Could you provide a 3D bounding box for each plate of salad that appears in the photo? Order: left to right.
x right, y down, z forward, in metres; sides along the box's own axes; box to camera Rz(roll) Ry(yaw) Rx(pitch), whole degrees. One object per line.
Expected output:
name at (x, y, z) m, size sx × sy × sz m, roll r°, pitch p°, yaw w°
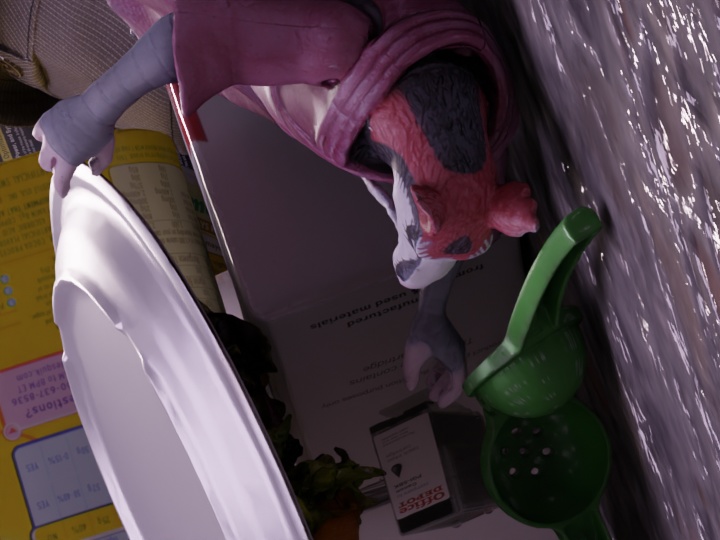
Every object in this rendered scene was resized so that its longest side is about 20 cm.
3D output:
plate of salad at (-0.036, 0.057, 0.813) m, size 0.200 × 0.048 × 0.200 m, roll 57°, pitch 163°, yaw 29°

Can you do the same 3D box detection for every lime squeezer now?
lime squeezer at (0.051, 0.044, 0.740) m, size 0.071 × 0.038 × 0.200 m, roll -113°, pitch 6°, yaw -48°

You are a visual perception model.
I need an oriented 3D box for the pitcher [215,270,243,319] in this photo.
pitcher at (0.017, 0.096, 1.103) m, size 0.171 × 0.121 × 0.200 m, roll 8°, pitch -120°, yaw -59°

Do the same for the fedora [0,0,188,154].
fedora at (-0.066, -0.112, 1.042) m, size 0.090 × 0.177 × 0.200 m, roll 38°, pitch 157°, yaw 18°

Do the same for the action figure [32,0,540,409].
action figure at (-0.002, -0.063, 0.746) m, size 0.134 × 0.149 × 0.200 m, roll 28°, pitch -171°, yaw -41°

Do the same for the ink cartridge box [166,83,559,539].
ink cartridge box at (0.000, 0.000, 0.926) m, size 0.200 × 0.083 × 0.147 m, roll 76°, pitch 174°, yaw -57°

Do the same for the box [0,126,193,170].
box at (-0.072, -0.042, 1.241) m, size 0.200 × 0.161 × 0.049 m, roll 73°, pitch 176°, yaw -45°

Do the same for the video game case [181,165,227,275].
video game case at (-0.044, 0.050, 1.169) m, size 0.200 × 0.022 × 0.182 m, roll 22°, pitch -129°, yaw -40°

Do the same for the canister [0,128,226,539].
canister at (-0.102, 0.066, 0.996) m, size 0.087 × 0.148 × 0.200 m, roll 83°, pitch 170°, yaw -75°
